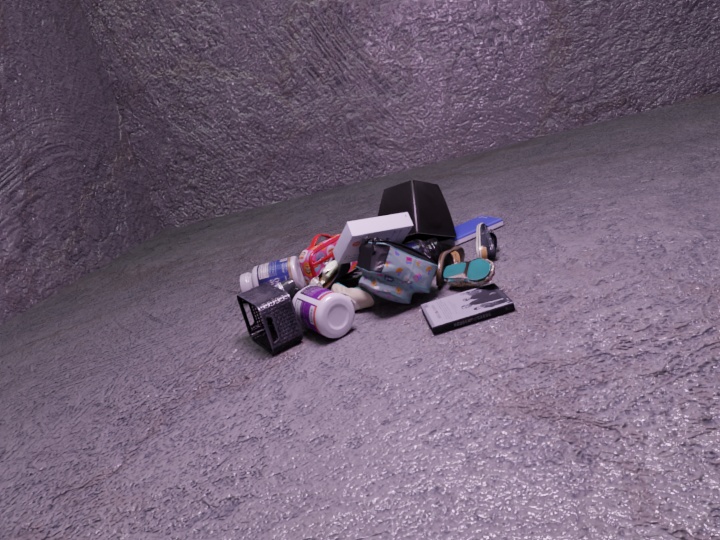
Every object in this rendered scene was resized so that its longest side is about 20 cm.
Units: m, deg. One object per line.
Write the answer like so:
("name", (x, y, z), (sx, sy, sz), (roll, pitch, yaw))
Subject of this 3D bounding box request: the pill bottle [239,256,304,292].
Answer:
("pill bottle", (-0.291, 0.030, 1.995), (0.195, 0.114, 0.111), (-14, 17, 7))

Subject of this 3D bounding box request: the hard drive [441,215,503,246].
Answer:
("hard drive", (0.364, -0.136, 2.043), (0.196, 0.026, 0.131), (-23, 18, -19))

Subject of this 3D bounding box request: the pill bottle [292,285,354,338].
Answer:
("pill bottle", (-0.105, 0.103, 1.584), (0.111, 0.115, 0.199), (-24, 18, -25))

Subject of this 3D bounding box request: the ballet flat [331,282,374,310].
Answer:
("ballet flat", (-0.032, 0.083, 1.687), (0.068, 0.071, 0.199), (-24, 16, -26))

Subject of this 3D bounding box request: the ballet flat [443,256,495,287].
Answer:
("ballet flat", (0.290, 0.010, 1.552), (0.199, 0.063, 0.077), (1, 65, 63))

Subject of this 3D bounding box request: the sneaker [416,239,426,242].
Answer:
("sneaker", (0.159, -0.050, 1.875), (0.078, 0.080, 0.200), (-12, 15, 31))

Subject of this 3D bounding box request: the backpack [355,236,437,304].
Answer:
("backpack", (0.098, 0.004, 1.599), (0.195, 0.158, 0.175), (11, -1, -18))

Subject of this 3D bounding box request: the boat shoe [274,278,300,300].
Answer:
("boat shoe", (-0.192, 0.073, 1.720), (0.056, 0.069, 0.200), (-32, -15, -4))

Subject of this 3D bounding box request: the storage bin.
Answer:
("storage bin", (-0.242, 0.123, 1.607), (0.092, 0.138, 0.199), (-23, 18, -24))

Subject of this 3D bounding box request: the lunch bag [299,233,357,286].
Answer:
("lunch bag", (-0.096, -0.030, 1.881), (0.081, 0.180, 0.199), (-2, 23, 46))

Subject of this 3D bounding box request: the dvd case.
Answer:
("dvd case", (0.250, 0.088, 1.446), (0.195, 0.025, 0.151), (-17, 17, 0))

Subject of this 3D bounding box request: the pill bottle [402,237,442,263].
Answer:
("pill bottle", (0.136, -0.022, 1.750), (0.196, 0.114, 0.112), (-19, 17, -10))

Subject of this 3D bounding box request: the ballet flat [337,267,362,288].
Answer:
("ballet flat", (0.000, 0.000, 1.819), (0.198, 0.057, 0.066), (-38, 28, -4))

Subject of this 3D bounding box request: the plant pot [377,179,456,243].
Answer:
("plant pot", (0.169, -0.183, 1.956), (0.197, 0.183, 0.197), (1, -9, -43))

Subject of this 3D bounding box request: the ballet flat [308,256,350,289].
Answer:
("ballet flat", (-0.109, 0.029, 1.771), (0.200, 0.073, 0.073), (-46, 24, -11))

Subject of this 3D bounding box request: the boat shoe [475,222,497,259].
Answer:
("boat shoe", (0.374, -0.085, 1.797), (0.061, 0.076, 0.201), (-6, 24, 14))

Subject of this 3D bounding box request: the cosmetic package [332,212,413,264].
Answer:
("cosmetic package", (0.034, -0.091, 1.717), (0.196, 0.053, 0.152), (-12, -28, -26))

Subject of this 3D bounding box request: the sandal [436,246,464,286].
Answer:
("sandal", (0.261, -0.015, 1.698), (0.053, 0.084, 0.199), (9, 20, 29))
